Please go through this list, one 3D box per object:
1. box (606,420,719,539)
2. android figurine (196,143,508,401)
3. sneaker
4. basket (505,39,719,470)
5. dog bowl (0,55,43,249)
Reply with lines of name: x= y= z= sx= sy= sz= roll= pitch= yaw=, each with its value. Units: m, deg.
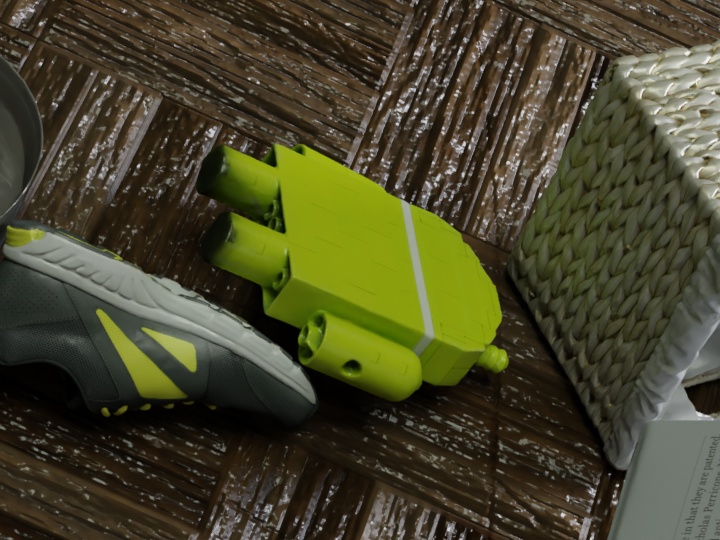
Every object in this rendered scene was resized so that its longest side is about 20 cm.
box: x=0.203 y=0.209 z=1.395 sx=0.130 sy=0.199 sz=0.200 roll=-3 pitch=42 yaw=26
android figurine: x=0.000 y=0.000 z=1.579 sx=0.199 sy=0.041 sz=0.182 roll=24 pitch=32 yaw=-26
sneaker: x=-0.117 y=0.045 z=1.511 sx=0.200 sy=0.085 sz=0.074 roll=28 pitch=1 yaw=-20
basket: x=0.217 y=-0.019 z=1.609 sx=0.198 sy=0.200 sz=0.161 roll=-12 pitch=56 yaw=-31
dog bowl: x=-0.272 y=-0.057 z=1.510 sx=0.199 sy=0.059 sz=0.201 roll=7 pitch=47 yaw=-7
